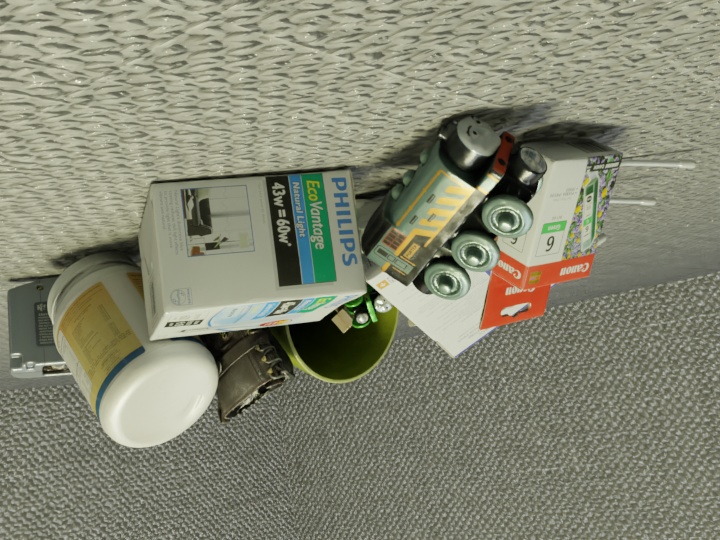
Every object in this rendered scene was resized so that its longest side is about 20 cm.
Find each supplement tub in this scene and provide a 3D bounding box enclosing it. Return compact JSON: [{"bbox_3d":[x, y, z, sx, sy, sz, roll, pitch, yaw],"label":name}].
[{"bbox_3d":[-0.268,0.087,1.135,0.143,0.200,0.146,-26,142,-22],"label":"supplement tub"}]

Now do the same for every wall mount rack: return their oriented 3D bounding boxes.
[{"bbox_3d":[0.294,-0.078,1.159,0.173,0.075,0.200,-40,172,-17],"label":"wall mount rack"}]

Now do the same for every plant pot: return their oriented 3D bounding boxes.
[{"bbox_3d":[-0.080,0.047,1.340,0.185,0.191,0.199,-3,-176,-37],"label":"plant pot"}]

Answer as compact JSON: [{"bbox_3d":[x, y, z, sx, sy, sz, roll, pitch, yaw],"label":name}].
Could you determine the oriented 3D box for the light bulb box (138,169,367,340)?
[{"bbox_3d":[-0.117,-0.012,0.998,0.196,0.127,0.198,-6,171,-17],"label":"light bulb box"}]

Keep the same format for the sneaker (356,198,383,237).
[{"bbox_3d":[0.049,-0.039,1.075,0.197,0.101,0.075,-13,160,21],"label":"sneaker"}]

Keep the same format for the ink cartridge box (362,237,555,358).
[{"bbox_3d":[0.126,-0.012,1.053,0.197,0.047,0.200,-37,140,11],"label":"ink cartridge box"}]

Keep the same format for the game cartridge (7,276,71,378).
[{"bbox_3d":[-0.347,0.067,1.252,0.197,0.135,0.042,-2,141,-20],"label":"game cartridge"}]

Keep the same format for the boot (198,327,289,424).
[{"bbox_3d":[-0.126,0.059,1.139,0.069,0.175,0.200,7,134,-51],"label":"boot"}]

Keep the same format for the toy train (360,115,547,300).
[{"bbox_3d":[0.083,-0.054,0.896,0.113,0.086,0.200,31,137,-8],"label":"toy train"}]

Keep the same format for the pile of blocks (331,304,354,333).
[{"bbox_3d":[0.029,-0.012,1.223,0.200,0.062,0.082,-44,179,-24],"label":"pile of blocks"}]

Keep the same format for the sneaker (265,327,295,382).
[{"bbox_3d":[-0.141,0.091,1.233,0.075,0.092,0.199,-12,-165,-25],"label":"sneaker"}]

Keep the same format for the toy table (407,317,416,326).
[{"bbox_3d":[0.155,0.016,1.530,0.181,0.119,0.200,-11,173,16],"label":"toy table"}]

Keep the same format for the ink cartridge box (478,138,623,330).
[{"bbox_3d":[0.190,-0.027,0.984,0.108,0.203,0.050,-10,-150,-38],"label":"ink cartridge box"}]

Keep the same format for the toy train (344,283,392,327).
[{"bbox_3d":[0.000,0.000,1.146,0.056,0.042,0.201,-19,-149,1],"label":"toy train"}]
